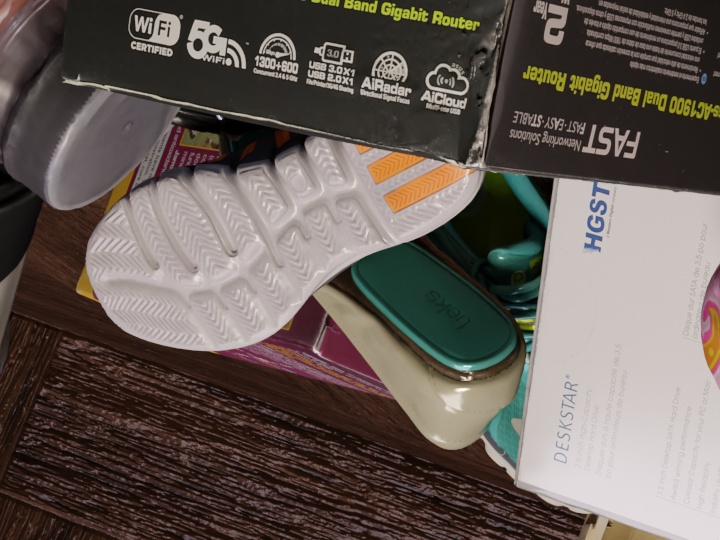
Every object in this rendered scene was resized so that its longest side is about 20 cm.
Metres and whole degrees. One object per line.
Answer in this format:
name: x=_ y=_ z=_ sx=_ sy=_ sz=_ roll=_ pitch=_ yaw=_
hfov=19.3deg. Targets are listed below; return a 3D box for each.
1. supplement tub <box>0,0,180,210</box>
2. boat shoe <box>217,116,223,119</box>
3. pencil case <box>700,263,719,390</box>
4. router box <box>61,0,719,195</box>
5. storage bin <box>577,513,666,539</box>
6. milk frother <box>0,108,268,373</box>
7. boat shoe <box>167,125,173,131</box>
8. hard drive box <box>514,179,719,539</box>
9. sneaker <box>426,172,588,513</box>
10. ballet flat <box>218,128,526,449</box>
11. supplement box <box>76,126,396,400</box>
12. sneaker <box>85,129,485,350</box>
supplement tub: x=-0.151 y=-0.108 z=0.709 sx=0.200 sy=0.107 sz=0.107 roll=39 pitch=175 yaw=14
boat shoe: x=-0.078 y=-0.104 z=0.797 sx=0.200 sy=0.084 sz=0.069 roll=12 pitch=179 yaw=38
pencil case: x=0.161 y=-0.014 z=0.607 sx=0.087 sy=0.088 sz=0.200 roll=21 pitch=154 yaw=0
router box: x=0.031 y=-0.067 z=0.646 sx=0.150 sy=0.062 sz=0.200 roll=15 pitch=-172 yaw=34
storage bin: x=0.236 y=0.148 z=1.209 sx=0.198 sy=0.200 sz=0.094 roll=21 pitch=173 yaw=2
milk frother: x=-0.150 y=-0.034 z=0.926 sx=0.200 sy=0.181 sz=0.188 roll=17 pitch=145 yaw=-8
boat shoe: x=-0.173 y=-0.125 z=1.012 sx=0.200 sy=0.072 sz=0.062 roll=18 pitch=147 yaw=-3
hard drive box: x=0.168 y=0.030 z=0.772 sx=0.200 sy=0.156 sz=0.077 roll=18 pitch=-150 yaw=22
sneaker: x=0.067 y=0.015 z=0.927 sx=0.200 sy=0.077 sz=0.080 roll=63 pitch=174 yaw=6
ballet flat: x=0.000 y=0.000 z=0.921 sx=0.200 sy=0.069 sz=0.069 roll=52 pitch=-170 yaw=34
supplement box: x=-0.031 y=-0.018 z=1.067 sx=0.103 sy=0.131 sz=0.200 roll=27 pitch=170 yaw=-41
sneaker: x=-0.013 y=-0.032 z=0.865 sx=0.200 sy=0.078 sz=0.112 roll=-20 pitch=-170 yaw=29
